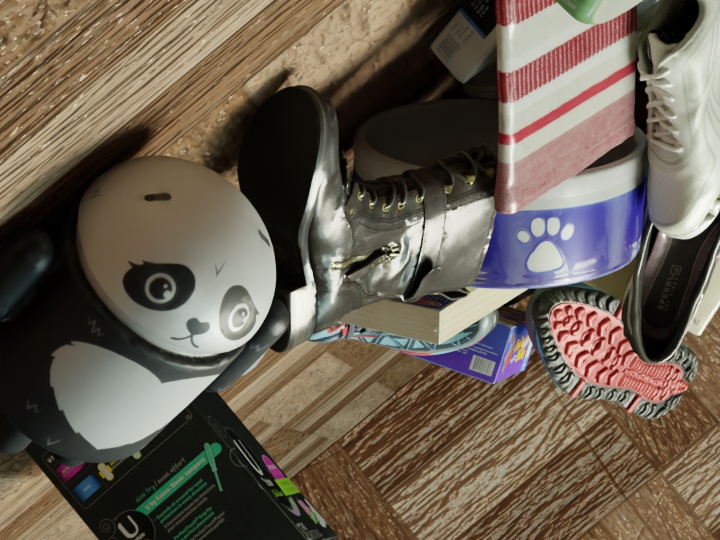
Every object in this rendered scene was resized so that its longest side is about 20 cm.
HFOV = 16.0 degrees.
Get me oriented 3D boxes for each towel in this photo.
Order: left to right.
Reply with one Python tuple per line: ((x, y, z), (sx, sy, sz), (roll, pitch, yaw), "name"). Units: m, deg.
((0.127, -0.150, 1.600), (0.144, 0.023, 0.200), (-33, 131, -44), "towel")

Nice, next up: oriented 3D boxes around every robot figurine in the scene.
((-0.131, 0.027, 1.391), (0.200, 0.125, 0.150), (-44, 174, 35), "robot figurine")

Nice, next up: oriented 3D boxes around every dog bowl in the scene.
((0.094, -0.056, 1.747), (0.200, 0.200, 0.079), (-29, 125, -55), "dog bowl")

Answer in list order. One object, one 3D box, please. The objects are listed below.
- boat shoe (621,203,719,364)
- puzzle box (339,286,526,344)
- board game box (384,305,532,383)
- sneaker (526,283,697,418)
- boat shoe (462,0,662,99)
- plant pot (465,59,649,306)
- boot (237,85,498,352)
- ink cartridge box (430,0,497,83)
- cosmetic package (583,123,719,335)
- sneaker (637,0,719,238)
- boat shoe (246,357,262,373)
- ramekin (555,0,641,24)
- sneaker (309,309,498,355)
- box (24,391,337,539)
((0.226, -0.026, 1.767), (0.057, 0.067, 0.200), (-88, -171, -62), "boat shoe")
((0.000, 0.000, 1.746), (0.133, 0.200, 0.025), (-31, 127, -54), "puzzle box")
((0.026, 0.028, 1.929), (0.134, 0.200, 0.045), (-9, 117, -77), "board game box")
((0.168, 0.052, 1.927), (0.079, 0.096, 0.200), (-56, 141, 1), "sneaker")
((0.161, -0.175, 1.802), (0.202, 0.065, 0.074), (-17, -160, 22), "boat shoe")
((0.154, -0.085, 1.951), (0.198, 0.200, 0.200), (-34, 174, 10), "plant pot")
((0.013, -0.047, 1.575), (0.174, 0.069, 0.200), (-20, 136, -31), "boot")
((0.139, -0.203, 1.687), (0.200, 0.039, 0.099), (-36, 172, -35), "ink cartridge box")
((0.245, -0.064, 1.820), (0.071, 0.105, 0.200), (-85, -159, -62), "cosmetic package")
((0.211, -0.119, 1.671), (0.081, 0.075, 0.200), (-3, 109, -40), "sneaker")
((-0.119, 0.021, 1.646), (0.072, 0.062, 0.200), (-58, 156, -6), "boat shoe")
((0.162, -0.228, 1.425), (0.200, 0.098, 0.200), (-39, 173, -6), "ramekin")
((-0.004, 0.030, 1.814), (0.096, 0.200, 0.079), (-47, 141, -66), "sneaker")
((-0.134, 0.164, 1.915), (0.124, 0.200, 0.149), (-41, 172, 3), "box")
